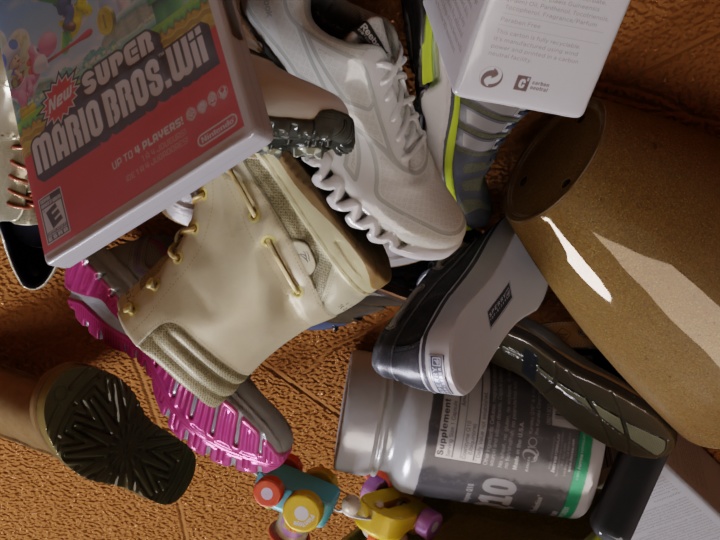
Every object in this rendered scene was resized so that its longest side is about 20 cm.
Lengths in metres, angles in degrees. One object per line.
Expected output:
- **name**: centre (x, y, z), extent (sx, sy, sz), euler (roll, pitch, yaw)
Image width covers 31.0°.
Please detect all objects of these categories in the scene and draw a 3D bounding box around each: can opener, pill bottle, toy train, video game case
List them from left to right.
- **video game case**: centre (-0.125, -0.121, 0.653), extent (0.142, 0.202, 0.017), euler (-28, 157, 27)
- **toy train**: centre (-0.018, 0.181, 1.041), extent (0.198, 0.150, 0.056), euler (11, 104, -31)
- **pill bottle**: centre (0.083, 0.124, 1.015), extent (0.198, 0.114, 0.114), euler (9, 140, -2)
- **can opener**: centre (0.216, 0.107, 0.986), extent (0.066, 0.202, 0.053), euler (20, 179, 9)

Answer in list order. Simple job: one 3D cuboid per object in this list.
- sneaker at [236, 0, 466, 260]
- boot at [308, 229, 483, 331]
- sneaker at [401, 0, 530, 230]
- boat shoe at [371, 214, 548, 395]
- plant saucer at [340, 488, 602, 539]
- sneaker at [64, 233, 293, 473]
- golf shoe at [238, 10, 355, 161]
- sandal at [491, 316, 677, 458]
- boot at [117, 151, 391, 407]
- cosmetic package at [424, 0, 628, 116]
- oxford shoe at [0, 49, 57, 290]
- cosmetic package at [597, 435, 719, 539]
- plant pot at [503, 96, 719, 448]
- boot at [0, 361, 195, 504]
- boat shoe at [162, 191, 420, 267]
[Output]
- **sneaker**: centre (0.000, -0.092, 0.733), extent (0.081, 0.075, 0.200), euler (-34, 102, 30)
- **boot**: centre (0.000, 0.000, 0.922), extent (0.198, 0.076, 0.097), euler (6, 161, -17)
- **sneaker**: centre (0.074, -0.099, 0.790), extent (0.080, 0.074, 0.201), euler (-9, 142, 2)
- **boat shoe**: centre (0.070, 0.014, 0.853), extent (0.067, 0.200, 0.072), euler (4, 123, 29)
- **plant saucer**: centre (0.090, 0.232, 1.047), extent (0.199, 0.199, 0.048), euler (4, 113, 41)
- **sneaker**: centre (-0.108, 0.046, 0.881), extent (0.200, 0.088, 0.081), euler (48, 143, 9)
- **golf shoe**: centre (-0.085, -0.116, 0.679), extent (0.199, 0.089, 0.077), euler (21, -178, 25)
- **sandal**: centre (0.150, 0.063, 0.951), extent (0.199, 0.055, 0.082), euler (33, 156, 20)
- **boot**: centre (-0.097, -0.032, 0.777), extent (0.155, 0.073, 0.201), euler (-37, 97, 17)
- **cosmetic package**: centre (0.097, -0.188, 0.615), extent (0.071, 0.102, 0.201), euler (8, 127, -14)
- **oxford shoe**: centre (-0.195, -0.069, 0.802), extent (0.070, 0.074, 0.201), euler (2, 140, -6)
- **cosmetic package**: centre (0.262, 0.197, 1.155), extent (0.101, 0.072, 0.200), euler (-26, 135, 25)
- **plant pot**: centre (0.194, -0.017, 0.833), extent (0.199, 0.187, 0.186), euler (34, 129, -20)
- **boot**: centre (-0.236, 0.101, 0.934), extent (0.199, 0.066, 0.175), euler (16, 155, 34)
- **boat shoe**: centre (-0.031, -0.053, 0.835), extent (0.198, 0.071, 0.070), euler (8, 140, -11)
